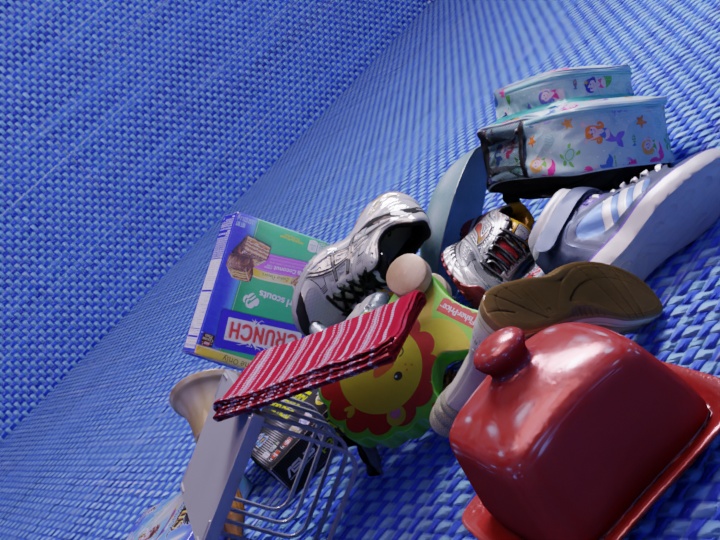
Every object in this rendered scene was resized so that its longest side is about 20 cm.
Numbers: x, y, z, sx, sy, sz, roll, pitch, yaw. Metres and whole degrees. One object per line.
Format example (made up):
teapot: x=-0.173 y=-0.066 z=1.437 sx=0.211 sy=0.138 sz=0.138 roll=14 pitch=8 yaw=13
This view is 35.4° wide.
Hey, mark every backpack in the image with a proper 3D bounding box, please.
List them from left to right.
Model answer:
backpack: x=0.249 y=-0.153 z=1.270 sx=0.177 sy=0.151 sz=0.200 roll=-8 pitch=7 yaw=-27

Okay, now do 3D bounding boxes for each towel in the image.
towel: x=-0.037 y=0.078 z=1.077 sx=0.199 sy=0.023 sz=0.145 roll=-21 pitch=13 yaw=21

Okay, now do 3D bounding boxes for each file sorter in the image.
file sorter: x=-0.094 y=0.204 z=1.147 sx=0.200 sy=0.124 sz=0.139 roll=-153 pitch=83 yaw=-75

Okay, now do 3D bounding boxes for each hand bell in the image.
hand bell: x=-0.163 y=0.227 z=1.325 sx=0.104 sy=0.104 sz=0.201 roll=-35 pitch=48 yaw=24

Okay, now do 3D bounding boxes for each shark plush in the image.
shark plush: x=0.000 y=0.115 z=1.188 sx=0.083 sy=0.091 sz=0.200 roll=-23 pitch=40 yaw=24

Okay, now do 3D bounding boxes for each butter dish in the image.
butter dish: x=0.141 y=0.104 z=0.834 sx=0.200 sy=0.148 sz=0.199 roll=-44 pitch=15 yaw=-10

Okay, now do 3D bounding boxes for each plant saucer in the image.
plant saucer: x=0.107 y=-0.055 z=1.354 sx=0.201 sy=0.039 sz=0.202 roll=15 pitch=-90 yaw=-73

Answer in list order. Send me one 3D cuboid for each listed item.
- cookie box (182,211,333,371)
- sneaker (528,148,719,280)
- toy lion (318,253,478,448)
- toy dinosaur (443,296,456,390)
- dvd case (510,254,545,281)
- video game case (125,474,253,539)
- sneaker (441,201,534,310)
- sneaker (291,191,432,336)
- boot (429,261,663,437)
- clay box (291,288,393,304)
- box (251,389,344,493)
cookie box: x=-0.129 y=0.042 z=1.543 sx=0.075 sy=0.171 sz=0.201 roll=-6 pitch=67 yaw=70
sneaker: x=0.251 y=-0.067 z=1.098 sx=0.200 sy=0.081 sz=0.147 roll=-46 pitch=40 yaw=6
toy lion: x=0.057 y=0.095 z=1.120 sx=0.200 sy=0.069 sz=0.192 roll=26 pitch=81 yaw=38
toy dinosaur: x=0.071 y=0.091 z=1.227 sx=0.200 sy=0.102 sz=0.136 roll=31 pitch=87 yaw=46
dvd case: x=0.216 y=-0.006 z=1.219 sx=0.146 sy=0.022 sz=0.200 roll=-42 pitch=13 yaw=0
video game case: x=-0.235 y=0.338 z=1.346 sx=0.181 sy=0.045 sz=0.200 roll=-31 pitch=17 yaw=33
sneaker: x=0.147 y=-0.024 z=1.254 sx=0.082 sy=0.078 sz=0.200 roll=-33 pitch=16 yaw=28
sneaker: x=0.000 y=0.000 z=1.261 sx=0.200 sy=0.076 sz=0.088 roll=-52 pitch=31 yaw=3
boot: x=0.161 y=0.075 z=0.990 sx=0.199 sy=0.072 sz=0.155 roll=-9 pitch=-43 yaw=-34
clay box: x=0.014 y=0.049 z=1.398 sx=0.200 sy=0.115 sz=0.048 roll=-24 pitch=19 yaw=48
box: x=-0.065 y=0.178 z=1.366 sx=0.160 sy=0.044 sz=0.200 roll=-46 pitch=15 yaw=-12
